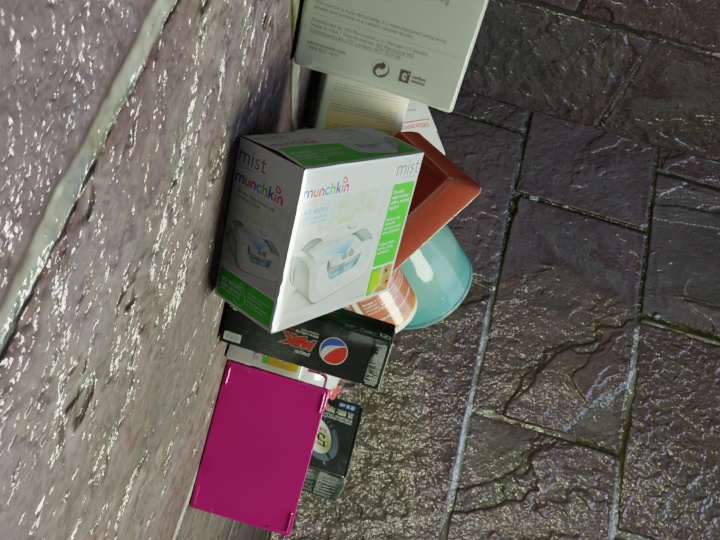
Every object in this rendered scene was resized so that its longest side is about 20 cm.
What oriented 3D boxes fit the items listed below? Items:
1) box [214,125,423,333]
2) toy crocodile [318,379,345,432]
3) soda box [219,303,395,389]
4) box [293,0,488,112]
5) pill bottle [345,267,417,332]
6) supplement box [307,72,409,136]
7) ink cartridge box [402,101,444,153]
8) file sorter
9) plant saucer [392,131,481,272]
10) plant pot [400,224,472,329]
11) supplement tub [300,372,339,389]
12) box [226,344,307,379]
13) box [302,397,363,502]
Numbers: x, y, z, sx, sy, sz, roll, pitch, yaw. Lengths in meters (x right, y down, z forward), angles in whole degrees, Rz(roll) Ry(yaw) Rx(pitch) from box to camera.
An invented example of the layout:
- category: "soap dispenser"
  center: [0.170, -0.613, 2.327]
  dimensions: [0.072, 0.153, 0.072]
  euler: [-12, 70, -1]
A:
- category: "box"
  center: [-0.043, -0.054, 0.786]
  dimensions: [0.199, 0.096, 0.178]
  euler: [-17, 129, -50]
- category: "toy crocodile"
  center: [-0.059, 0.201, 1.318]
  dimensions: [0.201, 0.061, 0.068]
  euler: [-57, 157, -5]
- category: "soda box"
  center: [-0.061, 0.074, 0.879]
  dimensions: [0.071, 0.198, 0.064]
  euler: [-67, 174, -74]
- category: "box"
  center: [0.048, -0.326, 0.856]
  dimensions: [0.172, 0.197, 0.201]
  euler: [-72, 179, -57]
- category: "pill bottle"
  center: [0.000, 0.000, 1.114]
  dimensions: [0.201, 0.111, 0.113]
  euler: [59, 32, -33]
- category: "supplement box"
  center: [-0.009, -0.209, 1.056]
  dimensions: [0.074, 0.125, 0.202]
  euler: [-114, -144, -61]
- category: "ink cartridge box"
  center: [0.049, -0.260, 1.193]
  dimensions: [0.068, 0.202, 0.116]
  euler: [-23, 178, 43]
- category: "file sorter"
  center: [-0.131, 0.230, 1.026]
  dimensions: [0.125, 0.138, 0.202]
  euler: [-62, 168, -86]
- category: "plant saucer"
  center: [0.032, -0.090, 0.963]
  dimensions: [0.200, 0.037, 0.200]
  euler: [-41, -143, 5]
- category: "plant pot"
  center: [0.071, -0.036, 1.263]
  dimensions: [0.189, 0.198, 0.201]
  euler: [59, 38, -43]
- category: "supplement tub"
  center: [-0.090, 0.114, 1.231]
  dimensions: [0.145, 0.143, 0.202]
  euler: [69, 37, -87]
- category: "box"
  center: [-0.107, 0.074, 1.028]
  dimensions: [0.200, 0.100, 0.114]
  euler: [12, 94, -88]
- category: "box"
  center: [-0.110, 0.311, 1.372]
  dimensions: [0.164, 0.198, 0.087]
  euler: [-71, 179, -48]
